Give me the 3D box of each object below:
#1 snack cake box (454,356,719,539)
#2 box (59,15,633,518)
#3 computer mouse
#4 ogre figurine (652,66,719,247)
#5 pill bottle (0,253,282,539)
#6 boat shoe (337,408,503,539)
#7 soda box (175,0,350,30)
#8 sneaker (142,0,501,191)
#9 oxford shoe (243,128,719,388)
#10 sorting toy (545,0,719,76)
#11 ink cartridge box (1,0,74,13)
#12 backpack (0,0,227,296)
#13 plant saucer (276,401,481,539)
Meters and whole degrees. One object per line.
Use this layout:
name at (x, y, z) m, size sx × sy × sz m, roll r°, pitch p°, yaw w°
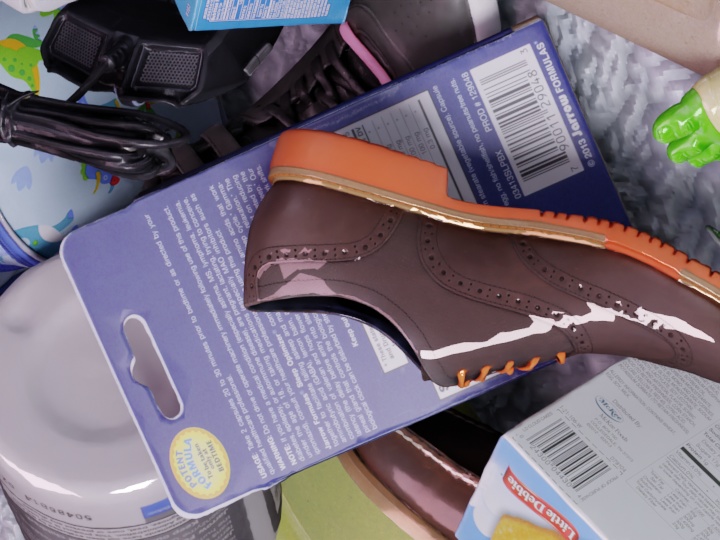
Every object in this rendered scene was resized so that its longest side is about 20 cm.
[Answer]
snack cake box at (0.145, 0.120, 0.975) m, size 0.200 × 0.115 × 0.067 m, roll 46°, pitch 141°, yaw 22°
box at (0.000, 0.000, 1.028) m, size 0.032 × 0.199 × 0.122 m, roll -88°, pitch -26°, yaw -83°
computer mouse at (-0.105, -0.087, 1.055) m, size 0.140 × 0.200 × 0.046 m, roll 12°, pitch 125°, yaw 12°
ogre figurine at (0.161, -0.056, 0.863) m, size 0.120 × 0.098 × 0.201 m, roll 53°, pitch 131°, yaw 41°
pill bottle at (-0.092, 0.082, 1.148) m, size 0.114 × 0.114 × 0.200 m, roll 44°, pitch 163°, yaw 23°
boat shoe at (0.084, 0.098, 1.066) m, size 0.200 × 0.070 × 0.070 m, roll 34°, pitch 116°, yaw 11°
soda box at (-0.024, -0.182, 0.957) m, size 0.068 × 0.064 × 0.200 m, roll -117°, pitch 32°, yaw -42°
sneaker at (-0.019, -0.052, 1.077) m, size 0.071 × 0.099 × 0.200 m, roll 55°, pitch 143°, yaw 12°
oxford shoe at (0.055, 0.014, 0.972) m, size 0.199 × 0.073 × 0.071 m, roll 18°, pitch 168°, yaw 8°
sorting toy at (0.065, -0.180, 0.929) m, size 0.185 × 0.036 × 0.201 m, roll 30°, pitch 128°, yaw 36°
ink cartridge box at (-0.139, -0.194, 1.092) m, size 0.200 × 0.146 × 0.084 m, roll 31°, pitch 133°, yaw 34°
backpack at (-0.162, -0.071, 1.153) m, size 0.147 × 0.200 × 0.184 m, roll 5°, pitch 116°, yaw 49°
plant saucer at (0.000, 0.088, 1.204) m, size 0.200 × 0.031 × 0.201 m, roll 29°, pitch 132°, yaw 37°
